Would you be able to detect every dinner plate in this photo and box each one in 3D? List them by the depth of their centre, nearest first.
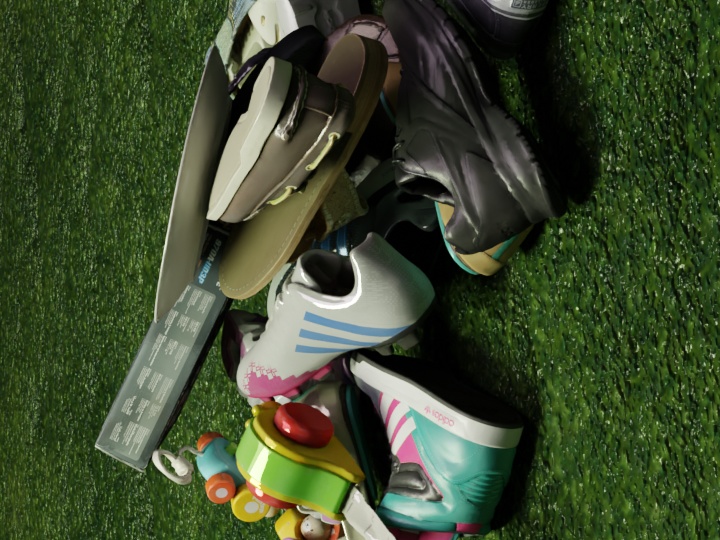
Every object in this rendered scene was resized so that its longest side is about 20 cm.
[{"bbox_3d":[-0.115,-0.059,1.558,0.200,0.024,0.200,-167,90,-87],"label":"dinner plate"}]

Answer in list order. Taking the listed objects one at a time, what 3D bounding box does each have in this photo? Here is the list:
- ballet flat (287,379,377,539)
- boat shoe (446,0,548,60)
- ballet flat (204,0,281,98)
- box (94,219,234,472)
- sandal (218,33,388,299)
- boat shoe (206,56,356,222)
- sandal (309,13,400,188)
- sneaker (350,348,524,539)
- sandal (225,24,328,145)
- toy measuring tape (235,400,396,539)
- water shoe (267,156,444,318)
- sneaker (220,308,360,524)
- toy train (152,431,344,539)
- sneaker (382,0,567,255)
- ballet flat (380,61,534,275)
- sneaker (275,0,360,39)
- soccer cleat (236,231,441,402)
[{"bbox_3d":[-0.008,0.178,1.580,0.069,0.069,0.200,-17,91,67],"label":"ballet flat"},{"bbox_3d":[0.066,-0.217,1.464,0.200,0.072,0.068,60,143,38],"label":"boat shoe"},{"bbox_3d":[-0.075,-0.202,1.814,0.200,0.074,0.074,119,144,-60],"label":"ballet flat"},{"bbox_3d":[-0.136,0.044,1.731,0.159,0.046,0.200,-68,4,-80],"label":"box"},{"bbox_3d":[-0.018,-0.059,1.505,0.212,0.070,0.078,-61,35,23],"label":"sandal"},{"bbox_3d":[-0.055,-0.075,1.432,0.200,0.060,0.072,127,157,-64],"label":"boat shoe"},{"bbox_3d":[0.011,-0.092,1.612,0.082,0.055,0.200,5,113,30],"label":"sandal"},{"bbox_3d":[0.040,0.130,1.514,0.200,0.084,0.121,31,109,63],"label":"sneaker"},{"bbox_3d":[-0.086,-0.121,1.655,0.043,0.076,0.200,54,142,12],"label":"sandal"},{"bbox_3d":[-0.034,0.145,1.476,0.200,0.074,0.074,50,135,51],"label":"toy measuring tape"},{"bbox_3d":[0.000,0.000,1.565,0.200,0.071,0.079,-51,43,35],"label":"water shoe"},{"bbox_3d":[-0.033,0.101,1.682,0.081,0.088,0.200,103,146,-47],"label":"sneaker"},{"bbox_3d":[-0.062,0.191,1.676,0.056,0.150,0.200,-45,79,15],"label":"toy train"},{"bbox_3d":[0.051,-0.097,1.408,0.076,0.091,0.200,42,-163,-56],"label":"sneaker"},{"bbox_3d":[0.070,-0.083,1.481,0.063,0.069,0.200,-43,48,24],"label":"ballet flat"},{"bbox_3d":[-0.039,-0.204,1.711,0.081,0.076,0.200,131,134,-66],"label":"sneaker"},{"bbox_3d":[-0.030,0.027,1.520,0.200,0.086,0.070,-26,20,44],"label":"soccer cleat"}]
